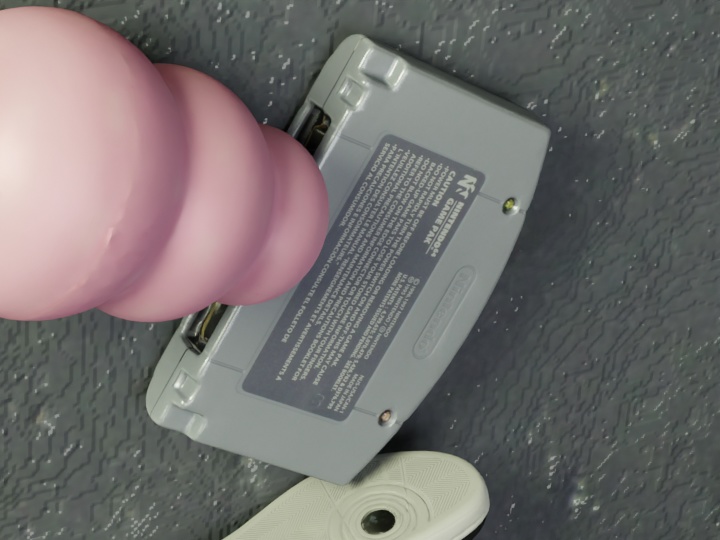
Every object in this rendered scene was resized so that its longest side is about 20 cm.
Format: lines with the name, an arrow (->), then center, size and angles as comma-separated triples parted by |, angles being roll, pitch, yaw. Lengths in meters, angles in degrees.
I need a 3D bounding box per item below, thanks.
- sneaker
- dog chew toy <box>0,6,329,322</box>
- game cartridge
sneaker -> -0.024, 0.169, 1.259 | 0.200, 0.073, 0.112 | -24, 131, -9
dog chew toy -> -0.094, -0.035, 1.059 | 0.200, 0.125, 0.125 | 12, 110, -44
game cartridge -> 0.000, 0.000, 1.192 | 0.133, 0.041, 0.200 | 22, 103, -36
